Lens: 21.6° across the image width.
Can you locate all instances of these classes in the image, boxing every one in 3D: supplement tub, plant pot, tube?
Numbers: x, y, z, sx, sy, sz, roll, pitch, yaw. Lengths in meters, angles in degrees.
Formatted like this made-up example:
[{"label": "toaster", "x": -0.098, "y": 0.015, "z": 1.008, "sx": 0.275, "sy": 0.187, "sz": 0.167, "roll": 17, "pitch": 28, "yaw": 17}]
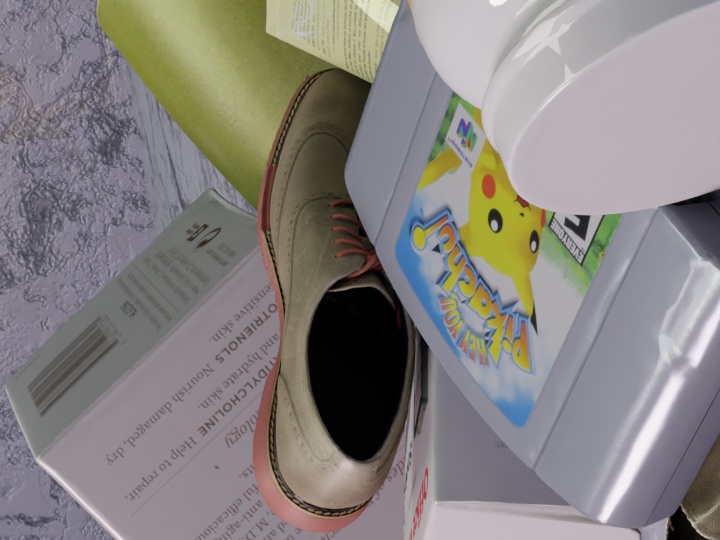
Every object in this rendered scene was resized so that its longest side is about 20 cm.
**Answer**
[{"label": "supplement tub", "x": 0.070, "y": -0.134, "z": 0.558, "sx": 0.146, "sy": 0.144, "sz": 0.202, "roll": 103, "pitch": 153, "yaw": -65}, {"label": "plant pot", "x": -0.008, "y": -0.093, "z": 0.978, "sx": 0.201, "sy": 0.186, "sz": 0.187, "roll": 59, "pitch": 165, "yaw": 11}, {"label": "tube", "x": 0.038, "y": -0.088, "z": 0.748, "sx": 0.199, "sy": 0.052, "sz": 0.058, "roll": 29, "pitch": 99, "yaw": 26}]

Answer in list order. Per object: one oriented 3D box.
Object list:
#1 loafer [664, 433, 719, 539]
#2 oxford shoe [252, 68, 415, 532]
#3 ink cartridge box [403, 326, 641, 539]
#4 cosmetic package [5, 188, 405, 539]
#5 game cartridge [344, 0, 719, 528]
[{"label": "loafer", "x": 0.134, "y": 0.061, "z": 0.651, "sx": 0.075, "sy": 0.069, "sz": 0.202, "roll": -121, "pitch": 21, "yaw": -57}, {"label": "oxford shoe", "x": 0.000, "y": 0.000, "z": 0.763, "sx": 0.075, "sy": 0.070, "sz": 0.202, "roll": 132, "pitch": 141, "yaw": -60}, {"label": "ink cartridge box", "x": 0.064, "y": 0.042, "z": 0.800, "sx": 0.146, "sy": 0.083, "sz": 0.202, "roll": 97, "pitch": 176, "yaw": -57}, {"label": "cosmetic package", "x": -0.058, "y": 0.091, "z": 1.009, "sx": 0.200, "sy": 0.166, "sz": 0.167, "roll": 48, "pitch": 174, "yaw": -19}, {"label": "game cartridge", "x": 0.061, "y": -0.014, "z": 0.663, "sx": 0.200, "sy": 0.040, "sz": 0.134, "roll": 55, "pitch": 143, "yaw": 36}]
